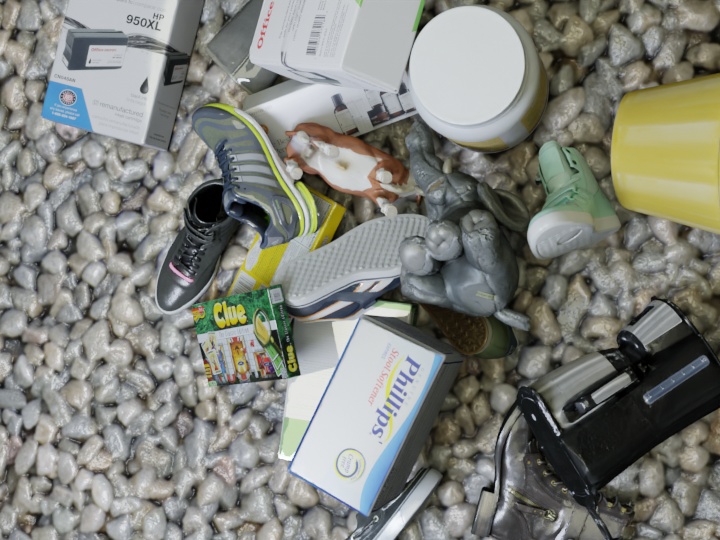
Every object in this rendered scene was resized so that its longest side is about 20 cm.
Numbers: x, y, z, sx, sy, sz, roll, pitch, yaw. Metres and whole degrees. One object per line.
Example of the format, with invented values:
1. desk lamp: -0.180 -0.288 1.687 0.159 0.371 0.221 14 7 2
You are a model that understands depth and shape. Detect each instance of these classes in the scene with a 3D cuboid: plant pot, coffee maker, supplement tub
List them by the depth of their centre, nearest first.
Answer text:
1. plant pot: 0.376 -0.125 1.381 0.187 0.200 0.203 4 90 27
2. coffee maker: 0.298 0.159 1.406 0.199 0.135 0.193 -30 107 -8
3. supplement tub: 0.131 -0.210 1.425 0.144 0.200 0.147 0 89 12

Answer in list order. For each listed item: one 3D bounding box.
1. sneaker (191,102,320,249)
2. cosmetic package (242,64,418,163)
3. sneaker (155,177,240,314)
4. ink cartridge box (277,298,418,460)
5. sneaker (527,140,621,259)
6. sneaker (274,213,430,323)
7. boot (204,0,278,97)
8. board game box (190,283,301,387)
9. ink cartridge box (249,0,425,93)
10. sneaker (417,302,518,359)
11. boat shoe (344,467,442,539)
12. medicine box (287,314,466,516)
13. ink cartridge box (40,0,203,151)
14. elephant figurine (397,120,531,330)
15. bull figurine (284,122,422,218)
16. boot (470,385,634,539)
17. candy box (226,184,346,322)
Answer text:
1. sneaker: -0.133 -0.110 1.479 0.200 0.081 0.074 48 143 13
2. cosmetic package: -0.033 -0.196 1.522 0.198 0.051 0.083 -20 115 12
3. sneaker: -0.200 -0.035 1.550 0.070 0.099 0.201 36 97 10
4. ink cartridge box: -0.015 0.130 1.531 0.144 0.048 0.203 7 90 12
5. sneaker: 0.210 -0.081 1.412 0.073 0.200 0.119 -33 78 26
6. sneaker: 0.000 0.000 1.484 0.198 0.080 0.079 -20 58 -2
7. boot: -0.069 -0.287 1.538 0.182 0.073 0.200 42 92 24
8. board game box: -0.137 0.079 1.505 0.199 0.023 0.106 -14 87 56
9. ink cartridge box: -0.024 -0.279 1.399 0.199 0.083 0.147 18 92 55
10. sneaker: 0.115 0.029 1.494 0.067 0.089 0.201 -48 50 21
11. boat shoe: 0.017 0.301 1.515 0.057 0.069 0.200 41 100 10
12. medicine box: 0.023 0.151 1.396 0.102 0.200 0.184 26 92 12
13. ink cartridge box: -0.291 -0.264 1.580 0.143 0.084 0.202 15 92 12
14. elephant figurine: 0.115 -0.053 1.402 0.140 0.201 0.157 -1 125 11
15. bull figurine: 0.003 -0.114 1.477 0.198 0.122 0.066 18 105 -3
16. boot: 0.230 0.248 1.475 0.172 0.069 0.202 17 97 7
17. candy box: -0.097 -0.006 1.542 0.102 0.026 0.202 32 97 40
